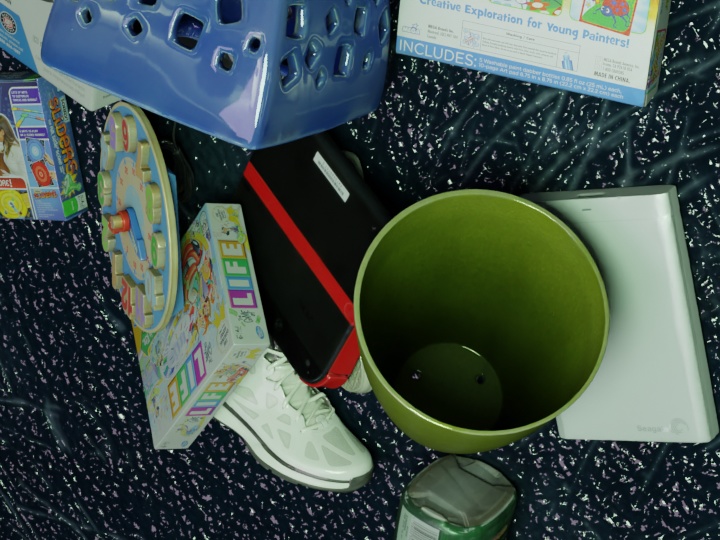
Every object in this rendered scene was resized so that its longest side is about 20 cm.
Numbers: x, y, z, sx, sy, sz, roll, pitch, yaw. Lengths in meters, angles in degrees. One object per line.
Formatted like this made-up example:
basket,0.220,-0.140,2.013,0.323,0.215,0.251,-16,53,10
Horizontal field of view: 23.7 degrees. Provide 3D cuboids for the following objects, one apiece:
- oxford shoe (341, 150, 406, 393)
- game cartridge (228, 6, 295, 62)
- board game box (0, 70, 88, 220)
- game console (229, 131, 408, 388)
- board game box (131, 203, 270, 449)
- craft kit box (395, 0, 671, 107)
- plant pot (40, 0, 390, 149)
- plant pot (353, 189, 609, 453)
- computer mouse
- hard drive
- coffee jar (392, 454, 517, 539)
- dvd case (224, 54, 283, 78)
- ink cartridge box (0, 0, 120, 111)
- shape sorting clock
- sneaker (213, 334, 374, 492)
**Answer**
oxford shoe,0.000,0.000,1.429,0.075,0.057,0.202,-4,95,58
game cartridge,-0.078,-0.266,1.350,0.132,0.041,0.201,-2,109,29
board game box,-0.354,-0.118,1.618,0.199,0.034,0.136,4,112,32
game console,-0.042,-0.022,1.418,0.200,0.031,0.177,53,129,33
board game box,-0.142,0.051,1.486,0.200,0.034,0.135,-51,46,49
craft kit box,0.128,-0.234,1.229,0.199,0.049,0.199,16,122,19
plant pot,-0.089,-0.214,1.241,0.199,0.200,0.181,24,114,22
plant pot,0.079,0.064,1.321,0.187,0.187,0.200,41,160,11
computer mouse,-0.154,-0.138,1.469,0.058,0.034,0.201,9,134,-4
hard drive,0.197,0.036,1.331,0.131,0.026,0.201,-2,109,34
coffee jar,0.068,0.265,1.471,0.085,0.104,0.201,26,124,24
dvd case,-0.100,-0.244,1.406,0.148,0.016,0.201,34,125,15
ink cartridge box,-0.233,-0.258,1.417,0.144,0.084,0.201,34,134,28
shape sorting clock,-0.196,-0.045,1.485,0.200,0.039,0.202,167,90,-68
sneaker,-0.065,0.104,1.503,0.200,0.076,0.116,32,127,21
